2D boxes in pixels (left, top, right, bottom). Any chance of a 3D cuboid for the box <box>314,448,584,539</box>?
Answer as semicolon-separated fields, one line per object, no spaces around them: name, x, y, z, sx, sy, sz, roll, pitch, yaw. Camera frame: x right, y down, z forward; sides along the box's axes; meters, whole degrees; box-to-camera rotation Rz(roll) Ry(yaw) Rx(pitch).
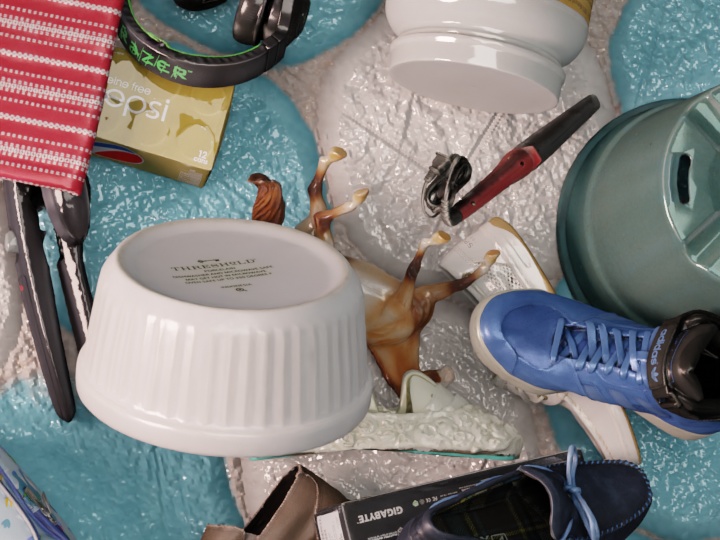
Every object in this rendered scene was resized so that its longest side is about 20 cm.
box;0.080;0.218;1.712;0.199;0.046;0.160;-11;83;-29

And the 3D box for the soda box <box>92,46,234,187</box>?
soda box;-0.191;-0.121;1.743;0.199;0.064;0.068;16;78;-6

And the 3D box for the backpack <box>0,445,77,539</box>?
backpack;-0.271;0.209;1.639;0.183;0.147;0.200;-44;93;-10

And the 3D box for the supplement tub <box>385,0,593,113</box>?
supplement tub;0.097;-0.223;1.761;0.144;0.145;0.201;12;79;-7

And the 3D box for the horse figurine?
horse figurine;0.000;0.000;1.742;0.199;0.133;0.050;32;34;-3

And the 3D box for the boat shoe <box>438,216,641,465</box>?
boat shoe;0.124;0.063;1.764;0.069;0.071;0.201;-32;84;-5

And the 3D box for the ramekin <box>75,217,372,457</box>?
ramekin;-0.087;0.037;1.652;0.201;0.203;0.095;2;114;-8

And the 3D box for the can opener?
can opener;-0.210;0.004;1.725;0.063;0.079;0.201;-6;95;-4

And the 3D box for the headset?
headset;-0.084;-0.210;1.748;0.123;0.094;0.200;33;52;15

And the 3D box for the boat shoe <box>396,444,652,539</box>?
boat shoe;0.119;0.167;1.668;0.199;0.069;0.084;-20;63;-32

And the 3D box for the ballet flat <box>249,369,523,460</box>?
ballet flat;0.013;0.099;1.724;0.199;0.072;0.072;1;81;0

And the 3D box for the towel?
towel;-0.237;-0.158;1.694;0.144;0.022;0.201;11;76;-1

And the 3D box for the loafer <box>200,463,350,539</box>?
loafer;-0.092;0.204;1.703;0.200;0.073;0.071;-40;102;-22

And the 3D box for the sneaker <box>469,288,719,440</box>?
sneaker;0.178;0.054;1.675;0.199;0.111;0.077;24;68;-14

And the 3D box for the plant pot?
plant pot;0.252;-0.042;1.732;0.199;0.196;0.201;1;80;-8

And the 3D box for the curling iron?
curling iron;0.110;-0.083;1.757;0.200;0.025;0.050;-29;124;-42
